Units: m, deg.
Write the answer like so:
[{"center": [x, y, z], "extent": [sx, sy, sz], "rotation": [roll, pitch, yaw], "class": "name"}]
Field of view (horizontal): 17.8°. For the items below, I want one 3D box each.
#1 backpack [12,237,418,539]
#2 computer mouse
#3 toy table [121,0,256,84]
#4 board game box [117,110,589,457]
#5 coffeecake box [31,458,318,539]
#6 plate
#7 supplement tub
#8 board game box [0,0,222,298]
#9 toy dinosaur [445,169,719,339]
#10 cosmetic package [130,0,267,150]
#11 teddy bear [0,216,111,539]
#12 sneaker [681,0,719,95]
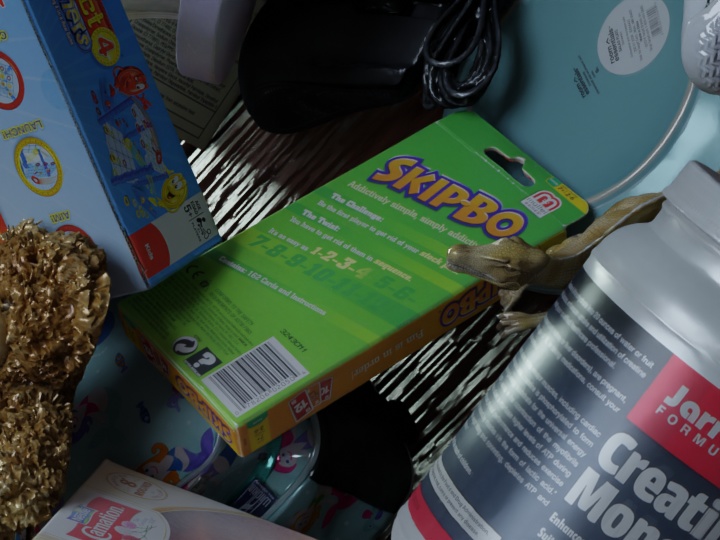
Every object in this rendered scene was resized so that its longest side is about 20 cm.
[{"center": [-0.094, 0.100, 1.098], "extent": [0.200, 0.150, 0.178], "rotation": [-50, 46, 19], "class": "backpack"}, {"center": [0.000, -0.129, 1.159], "extent": [0.200, 0.053, 0.139], "rotation": [-15, 46, 46], "class": "computer mouse"}, {"center": [-0.106, -0.167, 1.096], "extent": [0.200, 0.117, 0.184], "rotation": [109, 178, -70], "class": "toy table"}, {"center": [0.000, 0.000, 1.031], "extent": [0.200, 0.030, 0.096], "rotation": [-32, 51, -20], "class": "board game box"}, {"center": [-0.041, 0.161, 0.928], "extent": [0.200, 0.154, 0.073], "rotation": [20, 104, 4], "class": "coffeecake box"}, {"center": [0.110, -0.087, 1.078], "extent": [0.200, 0.026, 0.201], "rotation": [-21, 56, 36], "class": "plate"}, {"center": [0.119, 0.072, 0.906], "extent": [0.200, 0.140, 0.140], "rotation": [-54, 44, 9], "class": "supplement tub"}, {"center": [-0.184, -0.074, 1.045], "extent": [0.200, 0.056, 0.196], "rotation": [-12, 106, 40], "class": "board game box"}, {"center": [0.120, -0.014, 0.975], "extent": [0.058, 0.200, 0.101], "rotation": [55, 151, 16], "class": "toy dinosaur"}, {"center": [-0.085, -0.182, 1.252], "extent": [0.200, 0.103, 0.087], "rotation": [-55, 41, 6], "class": "cosmetic package"}, {"center": [-0.164, 0.077, 0.984], "extent": [0.145, 0.067, 0.200], "rotation": [-100, 27, -53], "class": "teddy bear"}, {"center": [0.158, -0.161, 1.021], "extent": [0.115, 0.075, 0.200], "rotation": [2, 60, 42], "class": "sneaker"}]
